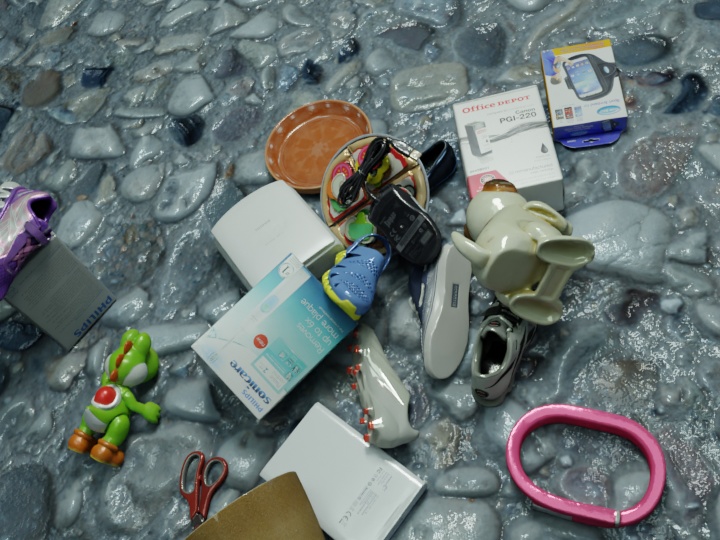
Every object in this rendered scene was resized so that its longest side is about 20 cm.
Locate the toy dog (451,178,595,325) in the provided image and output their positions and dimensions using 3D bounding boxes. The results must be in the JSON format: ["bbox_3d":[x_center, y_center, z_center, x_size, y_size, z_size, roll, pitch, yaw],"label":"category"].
[{"bbox_3d":[0.207,-0.039,1.082,0.193,0.140,0.200,5,32,-8],"label":"toy dog"}]

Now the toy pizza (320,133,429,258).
[{"bbox_3d":[0.016,-0.117,1.214,0.199,0.032,0.202,2,93,30],"label":"toy pizza"}]

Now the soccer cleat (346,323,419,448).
[{"bbox_3d":[0.030,0.164,1.097,0.077,0.069,0.201,2,48,-18],"label":"soccer cleat"}]

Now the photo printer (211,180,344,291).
[{"bbox_3d":[-0.144,-0.051,1.264,0.166,0.070,0.200,-36,57,-7],"label":"photo printer"}]

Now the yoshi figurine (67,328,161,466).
[{"bbox_3d":[-0.366,0.193,1.187,0.112,0.112,0.201,1,68,63],"label":"yoshi figurine"}]

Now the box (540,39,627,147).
[{"bbox_3d":[0.372,-0.295,1.278,0.118,0.042,0.201,-7,56,12],"label":"box"}]

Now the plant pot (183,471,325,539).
[{"bbox_3d":[-0.105,0.388,0.945,0.186,0.187,0.200,-34,71,-6],"label":"plant pot"}]

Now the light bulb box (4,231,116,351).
[{"bbox_3d":[-0.550,0.000,1.273,0.198,0.200,0.125,31,70,28],"label":"light bulb box"}]

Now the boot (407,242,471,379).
[{"bbox_3d":[0.110,0.060,1.136,0.090,0.072,0.201,-6,69,55],"label":"boot"}]

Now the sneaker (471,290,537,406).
[{"bbox_3d":[0.203,0.084,1.075,0.074,0.089,0.201,8,61,22],"label":"sneaker"}]

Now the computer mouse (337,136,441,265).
[{"bbox_3d":[0.067,-0.109,1.148,0.200,0.046,0.141,40,109,26],"label":"computer mouse"}]

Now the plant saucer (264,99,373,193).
[{"bbox_3d":[-0.073,-0.219,1.366,0.199,0.032,0.201,-7,58,12],"label":"plant saucer"}]

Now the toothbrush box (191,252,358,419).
[{"bbox_3d":[-0.124,0.098,1.127,0.200,0.085,0.146,-43,86,-8],"label":"toothbrush box"}]

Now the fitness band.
[{"bbox_3d":[0.287,0.248,0.984,0.199,0.037,0.144,10,63,20],"label":"fitness band"}]

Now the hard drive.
[{"bbox_3d":[-0.026,0.290,1.054,0.199,0.025,0.132,31,72,29],"label":"hard drive"}]

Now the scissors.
[{"bbox_3d":[-0.235,0.356,1.085,0.073,0.014,0.201,-1,61,13],"label":"scissors"}]

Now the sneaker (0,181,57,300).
[{"bbox_3d":[-0.505,-0.045,1.125,0.088,0.081,0.201,2,58,7],"label":"sneaker"}]

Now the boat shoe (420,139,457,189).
[{"bbox_3d":[0.067,-0.148,1.259,0.200,0.069,0.084,-44,60,-8],"label":"boat shoe"}]

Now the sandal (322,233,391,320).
[{"bbox_3d":[0.000,0.000,1.128,0.087,0.079,0.200,-40,17,20],"label":"sandal"}]

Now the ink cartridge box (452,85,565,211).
[{"bbox_3d":[0.235,-0.186,1.227,0.145,0.085,0.201,-11,56,9],"label":"ink cartridge box"}]
